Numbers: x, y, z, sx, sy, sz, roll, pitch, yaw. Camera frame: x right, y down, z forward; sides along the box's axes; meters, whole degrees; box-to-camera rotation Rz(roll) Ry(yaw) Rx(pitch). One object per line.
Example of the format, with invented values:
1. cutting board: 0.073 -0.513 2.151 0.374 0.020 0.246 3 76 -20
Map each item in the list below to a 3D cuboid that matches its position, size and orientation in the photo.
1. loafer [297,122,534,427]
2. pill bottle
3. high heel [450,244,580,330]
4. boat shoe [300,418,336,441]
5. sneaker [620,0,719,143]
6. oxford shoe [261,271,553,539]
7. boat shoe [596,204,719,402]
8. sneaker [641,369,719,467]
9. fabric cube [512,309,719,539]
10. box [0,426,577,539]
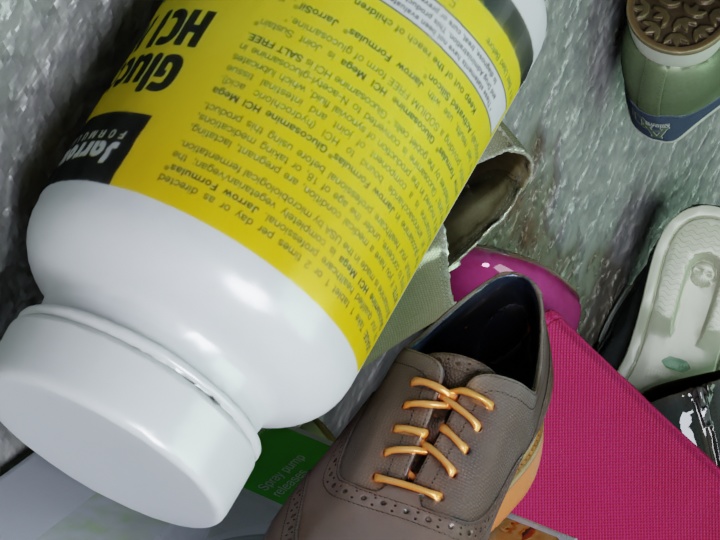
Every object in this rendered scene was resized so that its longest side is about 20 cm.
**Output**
1. loafer: 0.000 0.000 1.056 0.200 0.068 0.076 -56 153 -29
2. pill bottle: -0.033 -0.026 0.889 0.200 0.112 0.112 -60 155 -21
3. high heel: 0.057 0.056 1.221 0.200 0.067 0.096 58 46 -66
4. boat shoe: -0.008 0.136 1.046 0.066 0.201 0.072 -24 145 -7
5. sneaker: 0.177 -0.141 1.345 0.200 0.067 0.090 -52 159 -34
6. oxford shoe: 0.013 0.065 0.881 0.200 0.071 0.073 -58 165 -57
7. boat shoe: 0.147 0.060 1.434 0.068 0.072 0.200 -84 -162 -84
8. sneaker: 0.119 0.124 1.383 0.075 0.200 0.106 -153 -140 -83
9. fabric cube: 0.100 0.174 1.186 0.196 0.199 0.200 -45 154 -1
10. box: -0.055 0.138 0.913 0.200 0.176 0.097 -37 142 -51
